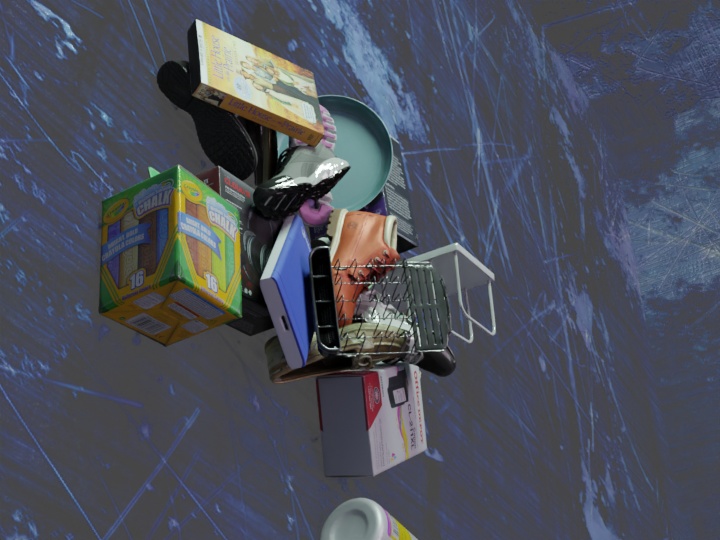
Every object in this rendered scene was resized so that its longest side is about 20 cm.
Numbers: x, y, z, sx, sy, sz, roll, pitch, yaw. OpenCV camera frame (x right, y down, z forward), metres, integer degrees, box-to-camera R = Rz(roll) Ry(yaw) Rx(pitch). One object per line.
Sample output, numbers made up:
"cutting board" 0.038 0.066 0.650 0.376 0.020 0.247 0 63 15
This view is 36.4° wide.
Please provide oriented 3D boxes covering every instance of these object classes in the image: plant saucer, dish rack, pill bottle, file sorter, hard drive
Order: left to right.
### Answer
"hard drive" -0.088 0.024 1.465 0.200 0.025 0.132 -77 152 -64
"plant saucer" -0.048 -0.175 1.704 0.027 0.199 0.201 73 3 -75
"dish rack" 0.028 0.046 1.486 0.055 0.199 0.154 115 -29 -61
"pill bottle" 0.037 0.405 1.516 0.200 0.104 0.105 49 32 -37
"file sorter" 0.110 0.063 1.811 0.139 0.199 0.125 34 44 -50

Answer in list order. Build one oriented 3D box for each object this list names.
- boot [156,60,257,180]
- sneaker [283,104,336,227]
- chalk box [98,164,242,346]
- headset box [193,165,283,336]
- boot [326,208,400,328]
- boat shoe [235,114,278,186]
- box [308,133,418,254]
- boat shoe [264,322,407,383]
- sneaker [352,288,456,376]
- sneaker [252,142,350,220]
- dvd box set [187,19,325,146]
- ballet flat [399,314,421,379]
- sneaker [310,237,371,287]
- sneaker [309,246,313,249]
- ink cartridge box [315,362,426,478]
"boot" -0.188 -0.224 1.548 0.200 0.070 0.132 56 25 2
"sneaker" -0.090 -0.156 1.646 0.080 0.088 0.201 11 73 -33
"chalk box" -0.224 -0.034 1.303 0.124 0.123 0.201 36 41 -50
"headset box" -0.170 -0.032 1.468 0.149 0.077 0.201 34 44 -51
"boot" 0.000 0.000 1.563 0.075 0.107 0.201 75 21 -60
"boat shoe" -0.162 -0.223 1.643 0.072 0.066 0.202 -58 145 -83
"box" -0.005 -0.117 1.777 0.104 0.148 0.201 28 46 -55
"boat shoe" -0.031 0.120 1.513 0.073 0.199 0.063 89 -8 -54
"sneaker" 0.044 0.108 1.602 0.200 0.074 0.089 34 45 3
"sneaker" -0.095 -0.130 1.526 0.079 0.074 0.200 46 33 6
"dvd box set" -0.147 -0.263 1.537 0.199 0.029 0.147 20 40 -30
"ballet flat" 0.065 0.156 1.745 0.068 0.062 0.201 -58 143 -51
"sneaker" -0.005 0.024 1.691 0.088 0.077 0.201 -30 120 -22
"sneaker" -0.068 0.059 1.607 0.201 0.067 0.090 68 20 -9
"ink cartridge box" 0.020 0.214 1.618 0.200 0.083 0.146 -6 90 -64
